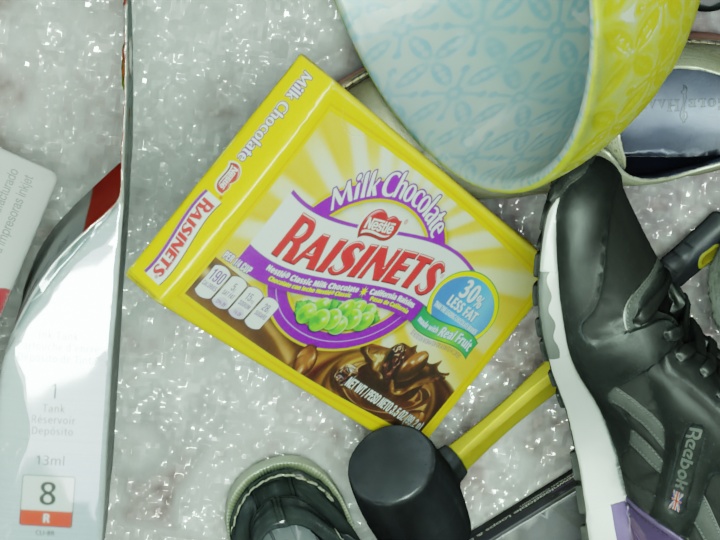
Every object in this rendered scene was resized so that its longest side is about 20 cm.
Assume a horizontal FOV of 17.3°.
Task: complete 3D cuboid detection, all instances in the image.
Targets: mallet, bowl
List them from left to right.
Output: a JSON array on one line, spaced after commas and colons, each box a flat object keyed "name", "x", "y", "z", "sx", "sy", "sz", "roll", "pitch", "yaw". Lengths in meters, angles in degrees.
[{"name": "mallet", "x": 0.075, "y": 0.039, "z": 0.975, "sx": 0.200, "sy": 0.041, "sz": 0.066, "roll": -45, "pitch": 143, "yaw": -3}, {"name": "bowl", "x": 0.070, "y": -0.140, "z": 0.877, "sx": 0.107, "sy": 0.200, "sz": 0.202, "roll": -22, "pitch": 101, "yaw": -24}]

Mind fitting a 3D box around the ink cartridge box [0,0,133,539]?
[{"name": "ink cartridge box", "x": -0.113, "y": -0.004, "z": 0.899, "sx": 0.050, "sy": 0.162, "sz": 0.202, "roll": 1, "pitch": 98, "yaw": -5}]

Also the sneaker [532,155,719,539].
[{"name": "sneaker", "x": 0.126, "y": 0.044, "z": 0.923, "sx": 0.087, "sy": 0.076, "sz": 0.201, "roll": -4, "pitch": 116, "yaw": 22}]

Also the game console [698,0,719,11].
[{"name": "game console", "x": 0.103, "y": -0.209, "z": 0.907, "sx": 0.199, "sy": 0.118, "sz": 0.172, "roll": 26, "pitch": 101, "yaw": -8}]

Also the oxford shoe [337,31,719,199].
[{"name": "oxford shoe", "x": 0.077, "y": -0.064, "z": 0.954, "sx": 0.198, "sy": 0.074, "sz": 0.071, "roll": -9, "pitch": 102, "yaw": -3}]

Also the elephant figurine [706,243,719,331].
[{"name": "elephant figurine", "x": 0.212, "y": 0.000, "z": 0.960, "sx": 0.141, "sy": 0.155, "sz": 0.201, "roll": -33, "pitch": 93, "yaw": 28}]

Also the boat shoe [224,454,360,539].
[{"name": "boat shoe", "x": 0.003, "y": 0.174, "z": 0.986, "sx": 0.074, "sy": 0.066, "sz": 0.201, "roll": -21, "pitch": 100, "yaw": -3}]

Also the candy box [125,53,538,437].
[{"name": "candy box", "x": 0.000, "y": 0.000, "z": 0.916, "sx": 0.026, "sy": 0.200, "sz": 0.102, "roll": 38, "pitch": 92, "yaw": 35}]

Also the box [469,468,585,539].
[{"name": "box", "x": 0.136, "y": 0.173, "z": 1.016, "sx": 0.142, "sy": 0.036, "sz": 0.201, "roll": -31, "pitch": 101, "yaw": -1}]

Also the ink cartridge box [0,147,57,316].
[{"name": "ink cartridge box", "x": -0.234, "y": -0.006, "z": 0.889, "sx": 0.199, "sy": 0.145, "sz": 0.084, "roll": 23, "pitch": 134, "yaw": -8}]
